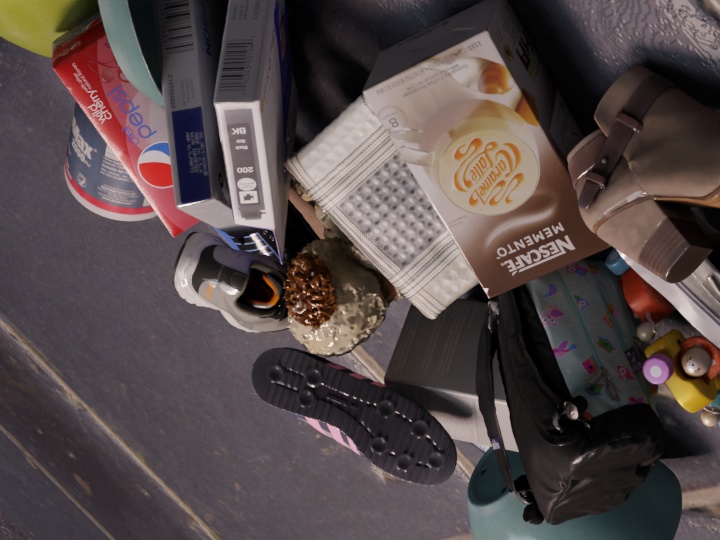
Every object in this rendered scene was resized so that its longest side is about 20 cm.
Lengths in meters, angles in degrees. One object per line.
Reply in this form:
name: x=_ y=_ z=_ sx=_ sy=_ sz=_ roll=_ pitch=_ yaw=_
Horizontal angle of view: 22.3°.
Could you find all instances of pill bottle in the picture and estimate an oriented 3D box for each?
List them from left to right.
pill bottle: x=-0.216 y=-0.154 z=1.758 sx=0.119 sy=0.120 sz=0.200 roll=35 pitch=139 yaw=13

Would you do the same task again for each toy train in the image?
toy train: x=0.280 y=0.062 z=1.463 sx=0.200 sy=0.150 sz=0.056 roll=43 pitch=119 yaw=-17

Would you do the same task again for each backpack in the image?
backpack: x=0.173 y=0.087 z=1.499 sx=0.167 sy=0.126 sz=0.201 roll=114 pitch=146 yaw=-53

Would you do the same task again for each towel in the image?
towel: x=0.066 y=-0.076 z=1.493 sx=0.200 sy=0.035 sz=0.193 roll=-38 pitch=101 yaw=25

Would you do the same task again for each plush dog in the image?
plush dog: x=0.000 y=0.000 z=1.616 sx=0.160 sy=0.172 sz=0.200 roll=29 pitch=167 yaw=20

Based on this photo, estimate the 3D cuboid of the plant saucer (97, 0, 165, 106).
plant saucer: x=-0.185 y=-0.230 z=1.552 sx=0.036 sy=0.201 sz=0.200 roll=-9 pitch=134 yaw=10

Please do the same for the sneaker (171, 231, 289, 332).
sneaker: x=-0.090 y=0.022 z=1.648 sx=0.079 sy=0.074 sz=0.200 roll=20 pitch=179 yaw=29

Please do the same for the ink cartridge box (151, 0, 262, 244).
ink cartridge box: x=-0.123 y=-0.134 z=1.588 sx=0.040 sy=0.201 sz=0.200 roll=-9 pitch=170 yaw=11

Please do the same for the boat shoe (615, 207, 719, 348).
boat shoe: x=0.276 y=0.001 z=1.401 sx=0.200 sy=0.071 sz=0.070 roll=39 pitch=120 yaw=-24

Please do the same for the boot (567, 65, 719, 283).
boot: x=0.234 y=-0.093 z=1.300 sx=0.070 sy=0.200 sz=0.146 roll=22 pitch=-150 yaw=-47

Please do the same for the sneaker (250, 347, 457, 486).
sneaker: x=0.001 y=0.125 z=1.627 sx=0.199 sy=0.070 sz=0.082 roll=30 pitch=-178 yaw=10

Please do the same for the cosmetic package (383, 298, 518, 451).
cosmetic package: x=0.131 y=0.096 z=1.636 sx=0.199 sy=0.107 sz=0.090 roll=13 pitch=145 yaw=16

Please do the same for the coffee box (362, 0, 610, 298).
coffee box: x=0.104 y=-0.095 z=1.412 sx=0.114 sy=0.080 sz=0.200 roll=-24 pitch=112 yaw=24

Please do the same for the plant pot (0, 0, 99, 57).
plant pot: x=-0.293 y=-0.280 z=1.658 sx=0.187 sy=0.187 sz=0.200 roll=33 pitch=166 yaw=18

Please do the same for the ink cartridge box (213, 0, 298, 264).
ink cartridge box: x=-0.084 y=-0.142 z=1.536 sx=0.043 sy=0.199 sz=0.200 roll=0 pitch=140 yaw=5

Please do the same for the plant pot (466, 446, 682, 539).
plant pot: x=0.177 y=0.219 z=1.686 sx=0.135 sy=0.200 sz=0.200 roll=42 pitch=155 yaw=-19

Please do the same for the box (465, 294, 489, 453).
box: x=0.141 y=0.122 z=1.790 sx=0.137 sy=0.040 sz=0.200 roll=34 pitch=152 yaw=17

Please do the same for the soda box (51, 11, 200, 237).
soda box: x=-0.197 y=-0.131 z=1.641 sx=0.200 sy=0.063 sz=0.070 roll=56 pitch=-174 yaw=-27

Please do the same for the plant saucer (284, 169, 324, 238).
plant saucer: x=-0.087 y=-0.068 z=1.820 sx=0.200 sy=0.037 sz=0.201 roll=32 pitch=151 yaw=20

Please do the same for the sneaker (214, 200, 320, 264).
sneaker: x=-0.087 y=-0.039 z=1.747 sx=0.200 sy=0.070 sz=0.078 roll=41 pitch=158 yaw=3
